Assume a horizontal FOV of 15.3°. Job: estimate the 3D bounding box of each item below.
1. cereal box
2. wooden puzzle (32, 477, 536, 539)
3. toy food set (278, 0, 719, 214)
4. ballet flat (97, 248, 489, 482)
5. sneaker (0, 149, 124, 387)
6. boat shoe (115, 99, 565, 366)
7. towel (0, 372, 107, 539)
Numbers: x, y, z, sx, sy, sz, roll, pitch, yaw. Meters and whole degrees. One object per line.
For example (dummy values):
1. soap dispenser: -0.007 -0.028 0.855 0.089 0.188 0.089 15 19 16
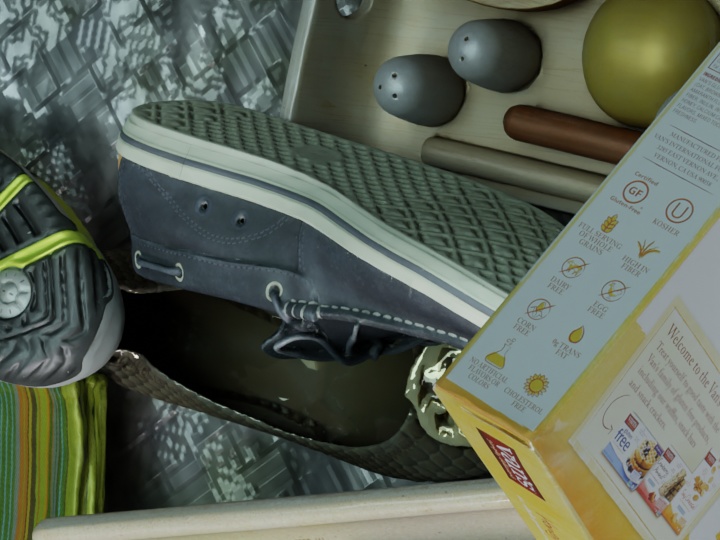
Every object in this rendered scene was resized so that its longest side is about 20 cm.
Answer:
1. cereal box: 0.115 -0.003 0.705 0.040 0.144 0.200 31 74 36
2. wooden puzzle: 0.005 0.156 0.808 0.185 0.046 0.200 -8 116 25
3. toy food set: 0.071 -0.088 0.832 0.200 0.060 0.144 15 97 32
4. ballet flat: -0.025 0.028 0.898 0.200 0.046 0.068 14 96 32
5. sneaker: -0.141 -0.009 0.941 0.200 0.076 0.076 25 90 44
6. boat shoe: 0.000 0.000 0.831 0.200 0.075 0.062 21 110 37
7. towel: -0.166 0.076 0.986 0.200 0.018 0.086 1 88 42
